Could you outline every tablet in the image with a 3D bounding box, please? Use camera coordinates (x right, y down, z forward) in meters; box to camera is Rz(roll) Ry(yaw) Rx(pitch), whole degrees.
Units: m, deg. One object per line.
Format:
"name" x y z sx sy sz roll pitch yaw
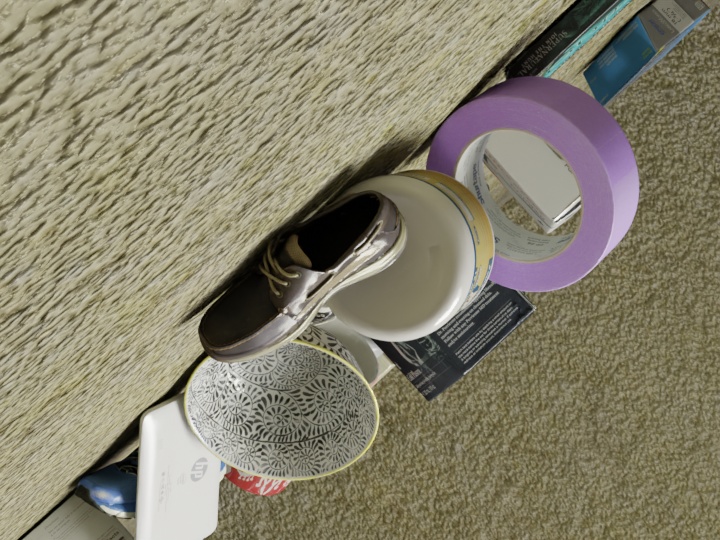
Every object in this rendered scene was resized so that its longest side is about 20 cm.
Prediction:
"tablet" -0.189 0.216 1.666 0.130 0.014 0.201 -25 130 -49

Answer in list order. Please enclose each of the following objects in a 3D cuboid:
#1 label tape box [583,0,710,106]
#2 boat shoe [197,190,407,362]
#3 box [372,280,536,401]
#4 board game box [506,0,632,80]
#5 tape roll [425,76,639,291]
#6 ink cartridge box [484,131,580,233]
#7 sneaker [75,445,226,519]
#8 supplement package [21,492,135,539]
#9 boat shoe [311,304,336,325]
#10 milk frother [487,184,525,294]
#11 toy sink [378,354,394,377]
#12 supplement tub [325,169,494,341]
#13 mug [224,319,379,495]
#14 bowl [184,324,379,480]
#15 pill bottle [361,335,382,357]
"label tape box" 0.390 -0.313 2.235 0.200 0.063 0.144 -39 175 -40
"boat shoe" -0.054 -0.004 1.292 0.200 0.075 0.073 -38 150 -9
"box" 0.076 0.031 1.847 0.124 0.197 0.200 -40 175 -16
"board game box" 0.229 -0.253 1.592 0.200 0.028 0.135 -43 176 5
"tape roll" 0.164 -0.083 1.522 0.200 0.200 0.066 -46 174 39
"ink cartridge box" 0.209 -0.126 1.866 0.085 0.146 0.200 -42 175 0
"sneaker" -0.225 0.201 1.692 0.200 0.078 0.089 -20 125 -48
"supplement package" -0.343 0.350 1.730 0.200 0.111 0.156 -41 175 -17
"boat shoe" 0.000 0.000 1.690 0.200 0.074 0.060 -36 172 -38
"milk frother" 0.151 -0.008 2.156 0.188 0.200 0.181 -38 170 -50
"toy sink" -0.065 0.147 2.160 0.200 0.130 0.112 -42 176 5
"supplement tub" 0.046 -0.018 1.440 0.145 0.145 0.200 -44 175 14
"mug" -0.068 0.162 1.858 0.177 0.134 0.200 11 125 -38
"bowl" -0.078 0.115 1.633 0.201 0.200 0.094 -45 -156 32
"pill bottle" -0.052 0.108 2.019 0.200 0.111 0.111 -46 175 38
